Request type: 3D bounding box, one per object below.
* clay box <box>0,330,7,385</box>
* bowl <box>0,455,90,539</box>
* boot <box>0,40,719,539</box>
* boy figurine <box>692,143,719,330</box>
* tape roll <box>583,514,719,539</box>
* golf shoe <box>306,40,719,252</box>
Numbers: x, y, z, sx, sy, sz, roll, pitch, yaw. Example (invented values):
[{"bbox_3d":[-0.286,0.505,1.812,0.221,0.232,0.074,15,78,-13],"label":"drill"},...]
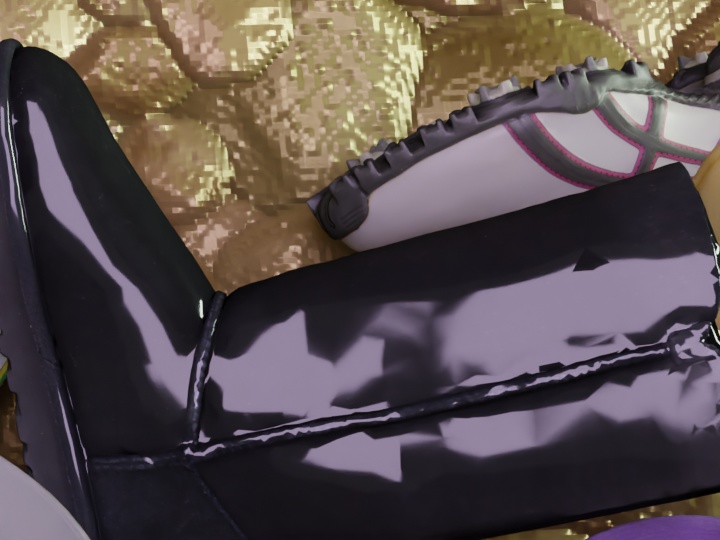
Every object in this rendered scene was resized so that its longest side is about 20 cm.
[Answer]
[{"bbox_3d":[-0.192,-0.018,0.896,0.200,0.048,0.115,34,69,-2],"label":"clay box"},{"bbox_3d":[-0.160,0.130,0.782,0.200,0.091,0.202,3,39,-3],"label":"bowl"},{"bbox_3d":[0.000,0.001,0.847,0.199,0.066,0.166,-10,98,3],"label":"boot"},{"bbox_3d":[0.184,0.006,0.917,0.199,0.065,0.125,11,34,-30],"label":"boy figurine"},{"bbox_3d":[0.105,0.174,0.868,0.199,0.066,0.201,17,52,-23],"label":"tape roll"},{"bbox_3d":[0.085,-0.024,0.953,0.199,0.077,0.089,-13,86,-16],"label":"golf shoe"}]
